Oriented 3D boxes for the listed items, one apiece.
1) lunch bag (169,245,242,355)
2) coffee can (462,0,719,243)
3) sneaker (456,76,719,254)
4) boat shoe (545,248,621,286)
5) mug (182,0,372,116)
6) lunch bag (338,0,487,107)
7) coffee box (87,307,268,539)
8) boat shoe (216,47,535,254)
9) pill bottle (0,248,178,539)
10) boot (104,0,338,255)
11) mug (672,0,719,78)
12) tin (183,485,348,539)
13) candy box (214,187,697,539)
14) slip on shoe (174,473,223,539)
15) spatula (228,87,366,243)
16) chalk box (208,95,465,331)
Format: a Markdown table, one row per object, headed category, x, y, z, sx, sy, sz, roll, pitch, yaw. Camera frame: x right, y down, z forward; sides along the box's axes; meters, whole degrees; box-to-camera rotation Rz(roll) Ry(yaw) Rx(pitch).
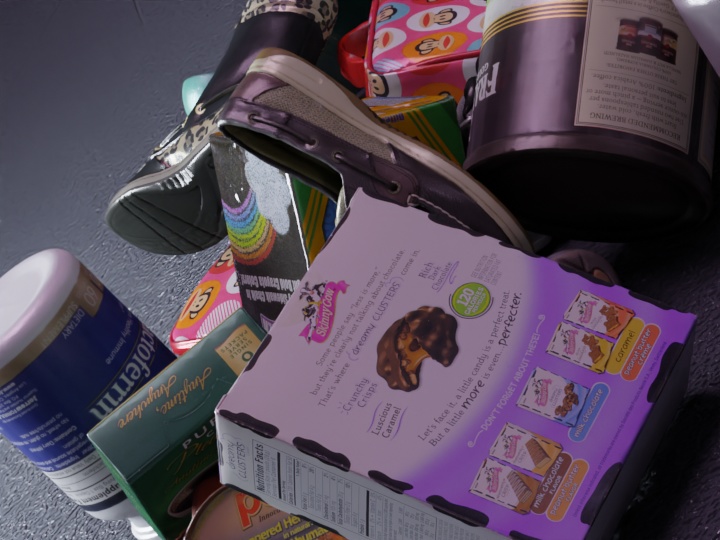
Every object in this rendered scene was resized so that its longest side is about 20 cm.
| category | x | y | z | sx | sy | sz | roll | pitch | yaw |
| --- | --- | --- | --- | --- | --- | --- | --- | --- | --- |
| lunch bag | -0.022 | 0.004 | 1.766 | 0.176 | 0.082 | 0.200 | -8 | 38 | 51 |
| coffee can | 0.143 | -0.134 | 1.519 | 0.146 | 0.146 | 0.200 | -17 | 59 | 51 |
| sneaker | 0.123 | -0.089 | 1.614 | 0.200 | 0.116 | 0.075 | -35 | 22 | 23 |
| boat shoe | 0.068 | 0.064 | 1.494 | 0.200 | 0.076 | 0.072 | -39 | 11 | 1 |
| mug | -0.034 | -0.145 | 1.924 | 0.152 | 0.185 | 0.114 | -67 | 17 | -12 |
| lunch bag | 0.070 | -0.155 | 1.783 | 0.176 | 0.082 | 0.200 | -8 | 26 | 10 |
| coffee box | -0.090 | 0.104 | 1.564 | 0.123 | 0.044 | 0.200 | -40 | -19 | -7 |
| boat shoe | 0.006 | -0.048 | 1.488 | 0.066 | 0.201 | 0.072 | -51 | -10 | -17 |
| pill bottle | -0.167 | 0.091 | 1.688 | 0.116 | 0.200 | 0.116 | -37 | 23 | 18 |
| boot | -0.093 | -0.105 | 1.806 | 0.203 | 0.073 | 0.154 | -32 | 31 | 48 |
| mug | 0.246 | -0.150 | 1.450 | 0.149 | 0.153 | 0.187 | -46 | 20 | -3 |
| tin | -0.014 | 0.149 | 1.420 | 0.200 | 0.112 | 0.042 | -29 | -14 | 29 |
| candy box | 0.050 | 0.068 | 1.337 | 0.168 | 0.200 | 0.072 | -57 | -19 | -33 |
| slip on shoe | -0.068 | 0.143 | 1.518 | 0.200 | 0.061 | 0.074 | -51 | 17 | 38 |
| spatula | -0.027 | -0.079 | 1.800 | 0.056 | 0.021 | 0.200 | -25 | 22 | 43 |
| chalk box | 0.000 | 0.000 | 1.615 | 0.124 | 0.200 | 0.125 | -16 | 11 | -24 |
